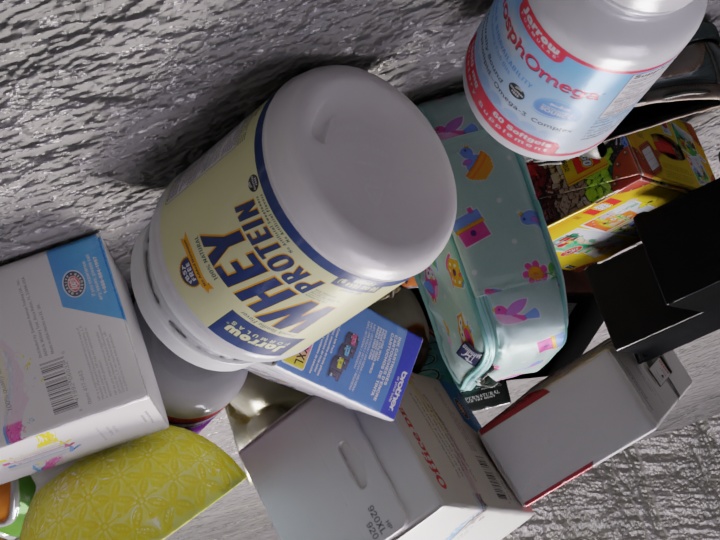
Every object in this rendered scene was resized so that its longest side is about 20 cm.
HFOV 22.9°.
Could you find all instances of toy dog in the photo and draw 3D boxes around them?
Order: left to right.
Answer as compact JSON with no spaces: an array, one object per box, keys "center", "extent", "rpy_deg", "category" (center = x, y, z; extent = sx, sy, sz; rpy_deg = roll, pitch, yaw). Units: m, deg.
[{"center":[-0.036,0.070,1.604],"extent":[0.199,0.140,0.194],"rpy_deg":[-17,135,-7],"category":"toy dog"}]

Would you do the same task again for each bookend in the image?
[{"center":[0.260,-0.007,1.436],"extent":[0.199,0.093,0.198],"rpy_deg":[-27,162,27],"category":"bookend"}]

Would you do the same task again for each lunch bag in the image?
[{"center":[0.077,-0.014,1.265],"extent":[0.077,0.201,0.160],"rpy_deg":[-14,166,-13],"category":"lunch bag"}]

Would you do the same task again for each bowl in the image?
[{"center":[-0.198,0.178,1.401],"extent":[0.200,0.108,0.200],"rpy_deg":[-35,178,-2],"category":"bowl"}]

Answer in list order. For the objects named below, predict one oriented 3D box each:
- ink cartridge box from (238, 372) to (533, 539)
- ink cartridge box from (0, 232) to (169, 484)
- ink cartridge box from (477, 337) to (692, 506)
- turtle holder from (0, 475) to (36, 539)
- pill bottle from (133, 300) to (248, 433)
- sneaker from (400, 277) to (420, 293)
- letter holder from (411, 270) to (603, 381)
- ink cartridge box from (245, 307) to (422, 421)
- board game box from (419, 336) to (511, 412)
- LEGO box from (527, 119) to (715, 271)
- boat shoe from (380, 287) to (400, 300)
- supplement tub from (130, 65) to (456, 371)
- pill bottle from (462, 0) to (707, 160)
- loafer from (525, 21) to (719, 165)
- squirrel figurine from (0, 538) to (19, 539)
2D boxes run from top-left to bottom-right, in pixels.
[{"center":[0.024,0.184,1.530],"extent":[0.144,0.148,0.200],"rpy_deg":[-38,155,16],"category":"ink cartridge box"},{"center":[-0.258,0.077,1.301],"extent":[0.199,0.129,0.125],"rpy_deg":[-18,165,-3],"category":"ink cartridge box"},{"center":[0.207,0.124,1.617],"extent":[0.146,0.083,0.200],"rpy_deg":[-34,176,19],"category":"ink cartridge box"},{"center":[-0.308,0.147,1.520],"extent":[0.131,0.186,0.142],"rpy_deg":[-2,127,-12],"category":"turtle holder"},{"center":[-0.173,0.095,1.504],"extent":[0.112,0.113,0.200],"rpy_deg":[-12,163,-27],"category":"pill bottle"},{"center":[0.091,-0.010,1.515],"extent":[0.090,0.070,0.200],"rpy_deg":[-41,158,17],"category":"sneaker"},{"center":[0.137,0.023,1.711],"extent":[0.101,0.142,0.200],"rpy_deg":[-59,155,15],"category":"letter holder"},{"center":[-0.047,0.052,1.375],"extent":[0.136,0.077,0.200],"rpy_deg":[16,170,37],"category":"ink cartridge box"},{"center":[0.067,0.095,1.751],"extent":[0.135,0.028,0.200],"rpy_deg":[-15,-159,1],"category":"board game box"},{"center":[0.189,-0.068,1.456],"extent":[0.149,0.078,0.200],"rpy_deg":[-28,164,24],"category":"LEGO box"},{"center":[0.000,0.000,1.479],"extent":[0.072,0.065,0.200],"rpy_deg":[-26,164,18],"category":"boat shoe"},{"center":[-0.048,-0.027,1.162],"extent":[0.145,0.146,0.200],"rpy_deg":[-6,160,-42],"category":"supplement tub"},{"center":[0.135,-0.150,1.036],"extent":[0.108,0.109,0.200],"rpy_deg":[-15,164,-17],"category":"pill bottle"},{"center":[0.179,-0.114,1.309],"extent":[0.199,0.063,0.072],"rpy_deg":[-26,164,23],"category":"loafer"},{"center":[-0.378,0.344,1.979],"extent":[0.141,0.201,0.186],"rpy_deg":[-23,-178,-29],"category":"squirrel figurine"}]
